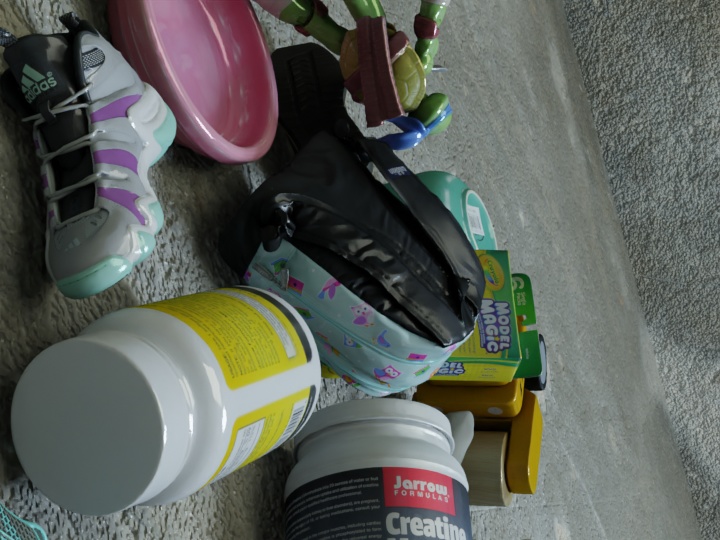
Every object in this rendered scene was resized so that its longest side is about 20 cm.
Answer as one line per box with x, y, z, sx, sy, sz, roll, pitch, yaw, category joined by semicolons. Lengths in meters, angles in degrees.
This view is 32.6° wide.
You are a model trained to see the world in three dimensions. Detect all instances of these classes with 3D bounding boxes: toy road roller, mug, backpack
0.104;0.111;1.172;0.146;0.122;0.201;66;28;-50;toy road roller
0.073;-0.016;1.265;0.152;0.114;0.185;58;25;-35;mug
0.000;0.000;0.980;0.200;0.127;0.167;41;48;-1;backpack

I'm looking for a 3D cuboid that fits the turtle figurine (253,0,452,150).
0.018;-0.216;1.049;0.194;0.144;0.200;41;73;-14;turtle figurine

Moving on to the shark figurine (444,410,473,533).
0.079;0.220;1.043;0.128;0.090;0.215;-6;66;-25;shark figurine

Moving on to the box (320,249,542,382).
0.062;0.038;1.091;0.048;0.199;0.118;105;-15;-56;box

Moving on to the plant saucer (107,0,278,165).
-0.133;-0.174;0.956;0.201;0.051;0.201;50;32;-47;plant saucer

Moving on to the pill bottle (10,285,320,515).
-0.110;0.074;0.735;0.200;0.114;0.115;-13;86;-70;pill bottle

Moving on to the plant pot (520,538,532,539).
0.139;0.363;1.168;0.201;0.092;0.202;-15;90;-72;plant pot

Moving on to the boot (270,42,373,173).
-0.037;-0.105;1.149;0.139;0.077;0.200;83;-6;-49;boot

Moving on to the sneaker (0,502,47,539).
-0.166;0.162;0.585;0.091;0.077;0.200;-74;144;-61;sneaker

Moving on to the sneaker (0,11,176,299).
-0.181;-0.085;0.742;0.140;0.078;0.200;56;17;-35;sneaker

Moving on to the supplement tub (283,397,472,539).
0.014;0.210;0.906;0.140;0.140;0.201;45;35;-51;supplement tub
